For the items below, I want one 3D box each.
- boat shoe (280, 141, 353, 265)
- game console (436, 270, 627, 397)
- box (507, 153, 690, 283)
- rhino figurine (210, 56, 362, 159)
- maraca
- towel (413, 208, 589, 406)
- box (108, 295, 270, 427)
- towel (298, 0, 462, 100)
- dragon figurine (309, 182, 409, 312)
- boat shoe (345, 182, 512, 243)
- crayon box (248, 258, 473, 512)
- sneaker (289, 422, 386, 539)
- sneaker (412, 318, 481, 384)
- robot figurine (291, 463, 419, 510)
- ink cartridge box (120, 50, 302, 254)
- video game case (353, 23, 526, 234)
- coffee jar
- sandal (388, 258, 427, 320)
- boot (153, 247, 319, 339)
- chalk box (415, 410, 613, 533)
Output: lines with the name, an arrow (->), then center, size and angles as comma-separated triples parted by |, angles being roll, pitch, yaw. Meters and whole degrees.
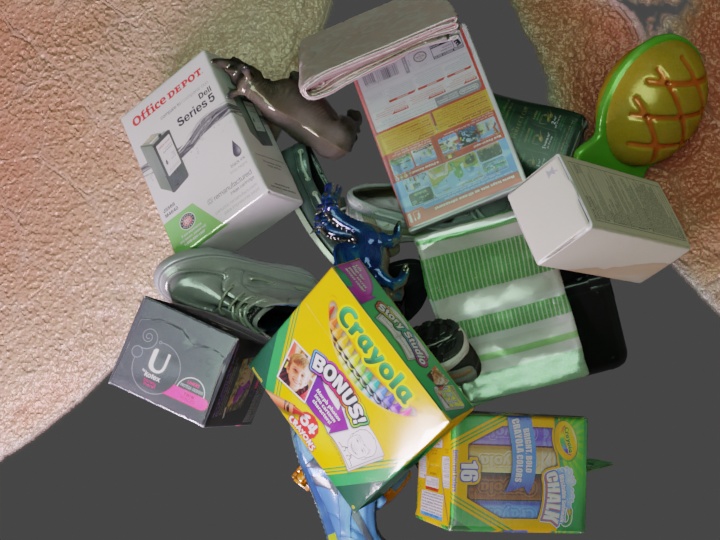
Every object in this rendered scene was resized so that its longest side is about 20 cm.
boat shoe -> -0.036, -0.067, 1.456 | 0.062, 0.073, 0.201 | -39, 74, 8
game console -> 0.189, 0.034, 1.430 | 0.198, 0.117, 0.177 | -15, 111, 9
box -> 0.257, -0.052, 1.322 | 0.078, 0.199, 0.096 | -39, 58, 34
rhino figurine -> -0.086, -0.195, 1.435 | 0.199, 0.088, 0.060 | 29, 117, -18
maraca -> 0.313, -0.168, 1.381 | 0.201, 0.136, 0.107 | -58, 33, 7
towel -> 0.153, 0.040, 1.361 | 0.151, 0.023, 0.202 | -16, 98, 8
box -> -0.181, 0.106, 1.397 | 0.121, 0.200, 0.107 | 22, 88, 12
towel -> 0.017, -0.263, 1.416 | 0.189, 0.200, 0.032 | -22, 112, 6
dragon figurine -> 0.000, 0.000, 1.351 | 0.098, 0.059, 0.202 | -6, 69, -6
boat shoe -> 0.082, -0.072, 1.418 | 0.200, 0.065, 0.075 | 0, 58, -3
crayon box -> -0.004, 0.121, 1.296 | 0.200, 0.058, 0.173 | 52, 126, 15
sneaker -> -0.019, 0.234, 1.367 | 0.078, 0.066, 0.202 | -23, 83, 1
sneaker -> 0.042, 0.107, 1.362 | 0.199, 0.079, 0.074 | -7, 52, 37
robot figurine -> 0.021, 0.193, 1.422 | 0.145, 0.058, 0.200 | 39, 92, 11
ink cartridge box -> -0.177, -0.131, 1.451 | 0.145, 0.084, 0.201 | -34, 69, 21
video game case -> 0.087, -0.159, 1.383 | 0.142, 0.017, 0.202 | -21, 78, 8
coffee jar -> 0.153, -0.157, 1.423 | 0.198, 0.085, 0.105 | 21, 86, 13
sandal -> 0.006, 0.067, 1.426 | 0.200, 0.048, 0.075 | -41, 121, 14
boot -> -0.130, 0.030, 1.397 | 0.198, 0.096, 0.074 | 4, 115, -19
chalk box -> 0.172, 0.217, 1.344 | 0.198, 0.124, 0.125 | 5, 83, -13
